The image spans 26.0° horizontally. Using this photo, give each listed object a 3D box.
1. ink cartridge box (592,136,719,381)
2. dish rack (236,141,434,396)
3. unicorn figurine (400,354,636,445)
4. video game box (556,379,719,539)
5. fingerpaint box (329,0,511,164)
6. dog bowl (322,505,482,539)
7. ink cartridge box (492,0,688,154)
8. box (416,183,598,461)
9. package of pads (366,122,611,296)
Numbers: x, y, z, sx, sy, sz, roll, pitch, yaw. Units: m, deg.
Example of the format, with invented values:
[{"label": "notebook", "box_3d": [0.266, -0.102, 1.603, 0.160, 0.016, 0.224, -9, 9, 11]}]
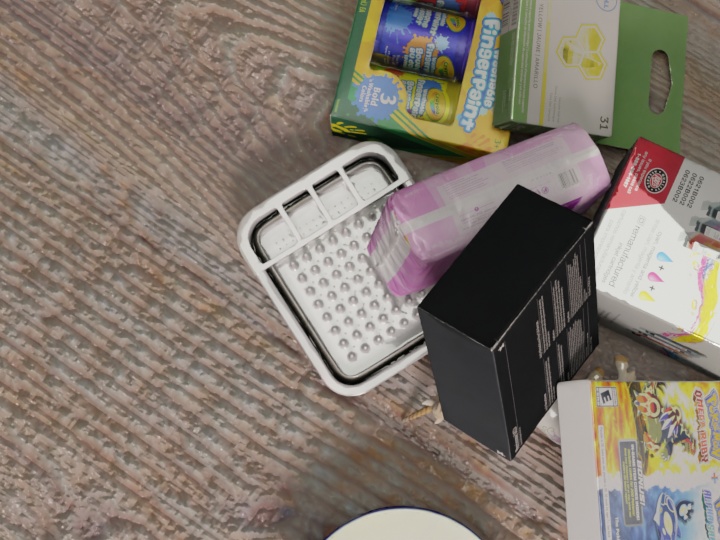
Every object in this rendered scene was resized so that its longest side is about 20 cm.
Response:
[{"label": "ink cartridge box", "box_3d": [0.299, -0.001, 1.388, 0.200, 0.145, 0.145, 25, 81, 4]}, {"label": "dish rack", "box_3d": [0.000, 0.000, 1.444, 0.172, 0.044, 0.200, -32, 81, -5]}, {"label": "unicorn figurine", "box_3d": [0.153, 0.107, 1.404, 0.200, 0.074, 0.137, 24, 59, 25]}, {"label": "video game box", "box_3d": [0.254, 0.195, 1.355, 0.182, 0.047, 0.200, 4, 79, -41]}, {"label": "fingerpaint box", "box_3d": [0.074, -0.211, 1.462, 0.167, 0.073, 0.200, 14, 81, 2]}, {"label": "dog bowl", "box_3d": [0.037, 0.308, 1.375, 0.200, 0.079, 0.200, 0, 81, 1]}, {"label": "ink cartridge box", "box_3d": [0.223, -0.188, 1.430, 0.200, 0.048, 0.146, 7, 83, -19]}, {"label": "box", "box_3d": [0.127, 0.047, 1.288, 0.079, 0.200, 0.141, 28, 66, 24]}, {"label": "package of pads", "box_3d": [0.110, -0.054, 1.377, 0.200, 0.121, 0.076, -23, 80, -16]}]
